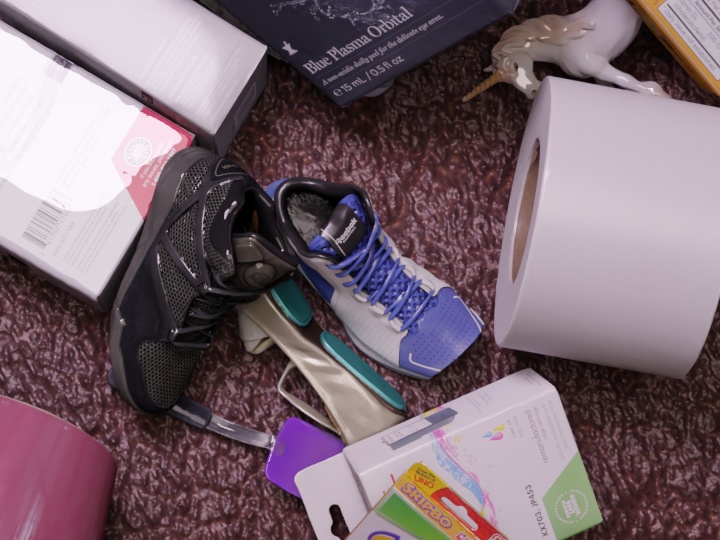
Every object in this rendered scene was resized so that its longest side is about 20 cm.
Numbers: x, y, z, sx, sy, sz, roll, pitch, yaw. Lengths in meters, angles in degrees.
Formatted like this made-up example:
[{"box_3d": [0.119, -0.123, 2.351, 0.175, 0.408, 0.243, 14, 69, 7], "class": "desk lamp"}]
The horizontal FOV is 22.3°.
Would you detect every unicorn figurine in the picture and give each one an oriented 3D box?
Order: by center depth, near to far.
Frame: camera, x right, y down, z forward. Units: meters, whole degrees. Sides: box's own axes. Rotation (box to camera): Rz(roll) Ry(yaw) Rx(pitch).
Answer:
[{"box_3d": [0.191, -0.177, 1.404, 0.137, 0.074, 0.200, 35, 103, -8], "class": "unicorn figurine"}]

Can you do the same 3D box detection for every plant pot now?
[{"box_3d": [-0.265, 0.194, 1.290, 0.199, 0.200, 0.180, 23, 66, 1], "class": "plant pot"}]

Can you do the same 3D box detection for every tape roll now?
[{"box_3d": [0.184, -0.031, 1.334, 0.138, 0.203, 0.204, 10, 81, -1], "class": "tape roll"}]

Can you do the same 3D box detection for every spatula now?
[{"box_3d": [-0.101, 0.119, 1.384, 0.199, 0.021, 0.057, 23, 68, 3], "class": "spatula"}]

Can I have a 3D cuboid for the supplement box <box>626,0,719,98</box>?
[{"box_3d": [0.217, -0.219, 1.320, 0.069, 0.067, 0.200, -39, 101, 7], "class": "supplement box"}]

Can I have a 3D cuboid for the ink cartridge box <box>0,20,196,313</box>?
[{"box_3d": [-0.244, -0.082, 1.377, 0.199, 0.083, 0.146, 30, 81, 2], "class": "ink cartridge box"}]

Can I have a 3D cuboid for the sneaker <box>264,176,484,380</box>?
[{"box_3d": [-0.001, -0.001, 1.362, 0.199, 0.115, 0.081, 41, 82, 3], "class": "sneaker"}]

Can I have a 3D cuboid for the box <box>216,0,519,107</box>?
[{"box_3d": [-0.007, -0.245, 1.295, 0.200, 0.196, 0.118, 39, 53, -23], "class": "box"}]

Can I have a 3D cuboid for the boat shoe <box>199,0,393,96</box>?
[{"box_3d": [-0.061, -0.202, 1.417, 0.200, 0.067, 0.074, 41, 51, -16], "class": "boat shoe"}]

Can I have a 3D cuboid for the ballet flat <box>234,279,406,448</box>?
[{"box_3d": [-0.051, 0.057, 1.380, 0.069, 0.069, 0.200, -41, 86, -8], "class": "ballet flat"}]

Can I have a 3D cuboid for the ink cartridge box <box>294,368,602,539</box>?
[{"box_3d": [0.064, 0.167, 1.346, 0.199, 0.067, 0.118, -23, 105, -6], "class": "ink cartridge box"}]

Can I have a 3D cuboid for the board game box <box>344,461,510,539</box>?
[{"box_3d": [0.022, 0.227, 1.308, 0.095, 0.030, 0.200, 41, 123, 4], "class": "board game box"}]

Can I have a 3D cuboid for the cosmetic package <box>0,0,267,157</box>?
[{"box_3d": [-0.172, -0.176, 1.385, 0.199, 0.107, 0.090, 29, 81, 3], "class": "cosmetic package"}]

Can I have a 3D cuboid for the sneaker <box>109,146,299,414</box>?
[{"box_3d": [-0.114, 0.020, 1.322, 0.114, 0.076, 0.200, 25, 98, 42], "class": "sneaker"}]
